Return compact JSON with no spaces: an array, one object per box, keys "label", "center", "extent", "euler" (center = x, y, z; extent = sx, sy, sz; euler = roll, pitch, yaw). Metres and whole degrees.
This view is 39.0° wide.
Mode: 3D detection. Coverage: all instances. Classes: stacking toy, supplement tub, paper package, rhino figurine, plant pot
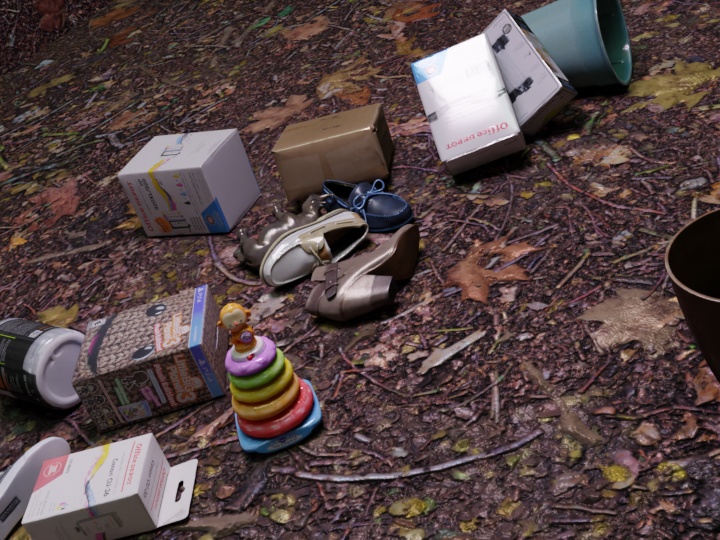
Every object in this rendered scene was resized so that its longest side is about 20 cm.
[{"label":"stacking toy","center":[-0.133,0.125,1.310],"extent":[0.115,0.201,0.110],"euler":[-21,30,-4]},{"label":"supplement tub","center":[-0.514,0.141,1.586],"extent":[0.199,0.123,0.123],"euler":[8,40,38]},{"label":"paper package","center":[-0.046,-0.221,1.883],"extent":[0.199,0.104,0.191],"euler":[-13,21,12]},{"label":"rhino figurine","center":[-0.125,-0.071,1.739],"extent":[0.200,0.060,0.087],"euler":[-36,39,-11]},{"label":"plant pot","center":[0.434,0.059,1.085],"extent":[0.186,0.201,0.187],"euler":[-14,30,9]},{"label":"plant pot","center":[0.381,-0.420,1.900],"extent":[0.195,0.201,0.201],"euler":[-11,31,29]}]

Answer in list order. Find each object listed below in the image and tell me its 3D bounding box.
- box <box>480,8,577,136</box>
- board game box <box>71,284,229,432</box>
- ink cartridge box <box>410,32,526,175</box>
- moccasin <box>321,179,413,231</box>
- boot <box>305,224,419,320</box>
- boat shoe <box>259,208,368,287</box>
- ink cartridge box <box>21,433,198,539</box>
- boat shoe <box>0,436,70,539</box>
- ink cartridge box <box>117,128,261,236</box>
[{"label":"box","center":[0.284,-0.354,1.824],"extent":[0.117,0.060,0.201],"euler":[-45,59,27]},{"label":"board game box","center":[-0.305,0.128,1.507],"extent":[0.199,0.097,0.160],"euler":[-18,31,5]},{"label":"ink cartridge box","center":[0.189,-0.287,1.775],"extent":[0.144,0.084,0.201],"euler":[-20,71,13]},{"label":"moccasin","center":[0.000,-0.115,1.741],"extent":[0.199,0.069,0.080],"euler":[9,41,40]},{"label":"boot","center":[0.000,0.000,1.563],"extent":[0.145,0.071,0.200],"euler":[-6,33,27]},{"label":"boat shoe","center":[-0.074,-0.037,1.656],"extent":[0.200,0.075,0.068],"euler":[-37,32,-24]},{"label":"ink cartridge box","center":[-0.316,0.280,1.301],"extent":[0.199,0.068,0.117],"euler":[-16,31,8]},{"label":"boat shoe","center":[-0.475,0.301,1.368],"extent":[0.067,0.072,0.200],"euler":[7,47,35]},{"label":"ink cartridge box","center":[-0.323,-0.165,1.933],"extent":[0.199,0.148,0.145],"euler":[-2,35,28]}]
